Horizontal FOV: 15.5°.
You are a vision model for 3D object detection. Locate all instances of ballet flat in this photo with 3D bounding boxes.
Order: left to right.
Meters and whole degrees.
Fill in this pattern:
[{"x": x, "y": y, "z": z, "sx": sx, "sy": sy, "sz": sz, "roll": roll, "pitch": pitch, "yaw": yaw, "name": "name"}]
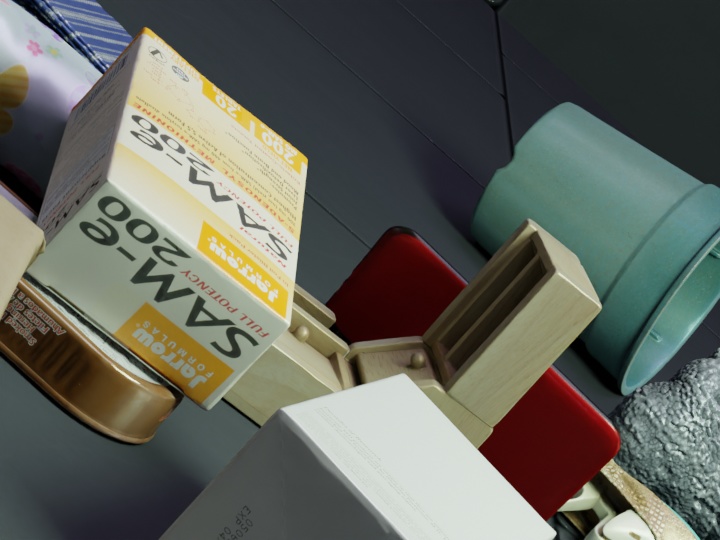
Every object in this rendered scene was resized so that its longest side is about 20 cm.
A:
[{"x": 0.161, "y": 0.164, "z": 1.833, "sx": 0.200, "sy": 0.071, "sz": 0.065, "roll": 45, "pitch": 41, "yaw": 18, "name": "ballet flat"}]

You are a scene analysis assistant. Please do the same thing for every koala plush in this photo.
[{"x": 0.273, "y": 0.174, "z": 1.884, "sx": 0.183, "sy": 0.177, "sz": 0.200, "roll": 11, "pitch": 38, "yaw": -55, "name": "koala plush"}]

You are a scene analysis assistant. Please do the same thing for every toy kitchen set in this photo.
[{"x": 0.000, "y": 0.000, "z": 1.587, "sx": 0.200, "sy": 0.181, "sz": 0.163, "roll": 37, "pitch": 14, "yaw": -19, "name": "toy kitchen set"}]

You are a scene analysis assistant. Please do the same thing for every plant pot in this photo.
[{"x": 0.214, "y": -0.032, "z": 2.296, "sx": 0.196, "sy": 0.201, "sz": 0.200, "roll": 39, "pitch": 12, "yaw": 15, "name": "plant pot"}]

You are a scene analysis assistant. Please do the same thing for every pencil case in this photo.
[{"x": -0.210, "y": -0.117, "z": 1.541, "sx": 0.200, "sy": 0.083, "sz": 0.091, "roll": 40, "pitch": 21, "yaw": -12, "name": "pencil case"}]

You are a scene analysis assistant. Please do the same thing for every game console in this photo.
[{"x": 0.074, "y": 0.066, "z": 1.727, "sx": 0.200, "sy": 0.119, "sz": 0.172, "roll": 45, "pitch": 14, "yaw": 4, "name": "game console"}]

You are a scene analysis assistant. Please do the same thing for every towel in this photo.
[{"x": -0.165, "y": -0.135, "z": 1.870, "sx": 0.200, "sy": 0.024, "sz": 0.145, "roll": 47, "pitch": 12, "yaw": 9, "name": "towel"}]

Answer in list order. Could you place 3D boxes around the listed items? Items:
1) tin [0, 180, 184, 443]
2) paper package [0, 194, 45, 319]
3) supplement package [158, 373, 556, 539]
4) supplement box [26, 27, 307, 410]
[{"x": -0.172, "y": 0.009, "z": 1.378, "sx": 0.200, "sy": 0.042, "sz": 0.112, "roll": 42, "pitch": 9, "yaw": -5, "name": "tin"}, {"x": -0.245, "y": -0.018, "z": 1.107, "sx": 0.200, "sy": 0.104, "sz": 0.191, "roll": 41, "pitch": 14, "yaw": -11, "name": "paper package"}, {"x": -0.005, "y": 0.139, "z": 1.278, "sx": 0.120, "sy": 0.121, "sz": 0.200, "roll": 45, "pitch": 14, "yaw": 10, "name": "supplement package"}, {"x": -0.099, "y": -0.032, "z": 1.421, "sx": 0.126, "sy": 0.074, "sz": 0.200, "roll": 38, "pitch": 23, "yaw": -18, "name": "supplement box"}]
